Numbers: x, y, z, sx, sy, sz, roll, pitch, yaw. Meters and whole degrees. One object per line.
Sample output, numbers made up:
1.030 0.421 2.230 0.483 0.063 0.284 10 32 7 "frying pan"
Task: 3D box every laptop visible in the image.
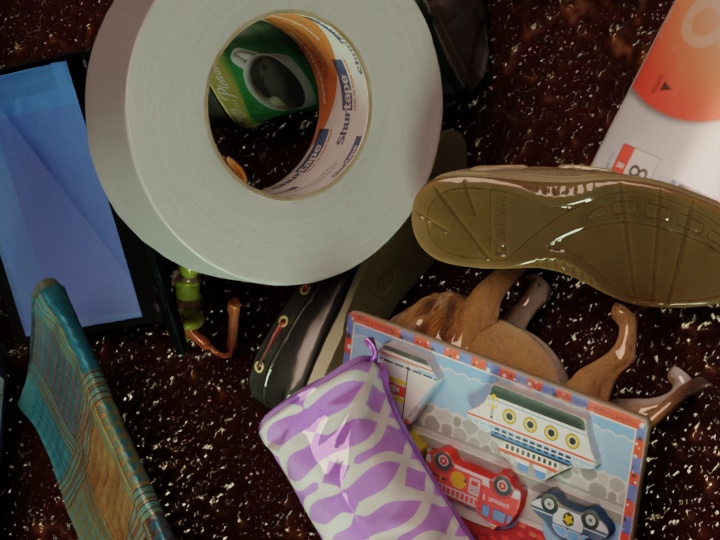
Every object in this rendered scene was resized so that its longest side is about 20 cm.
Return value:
-0.182 -0.035 1.591 0.103 0.200 0.179 -18 101 -5 "laptop"

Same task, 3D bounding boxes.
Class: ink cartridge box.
0.243 -0.071 1.509 0.199 0.050 0.163 25 85 33 "ink cartridge box"

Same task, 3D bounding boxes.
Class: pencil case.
0.023 0.145 1.477 0.085 0.084 0.201 -33 86 9 "pencil case"

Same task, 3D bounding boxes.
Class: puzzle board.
0.066 0.122 1.498 0.199 0.017 0.152 19 117 29 "puzzle board"

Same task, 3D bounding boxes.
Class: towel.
-0.161 0.121 1.594 0.022 0.147 0.201 -15 61 -21 "towel"

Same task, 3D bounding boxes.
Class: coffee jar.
-0.027 -0.147 1.631 0.198 0.105 0.086 -6 48 23 "coffee jar"

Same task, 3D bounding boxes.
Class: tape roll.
-0.054 -0.094 1.495 0.066 0.199 0.202 6 72 61 "tape roll"

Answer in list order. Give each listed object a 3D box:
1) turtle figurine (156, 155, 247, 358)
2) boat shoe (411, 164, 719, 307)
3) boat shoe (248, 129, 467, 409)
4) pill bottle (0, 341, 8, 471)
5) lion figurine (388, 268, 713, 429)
-0.126 -0.052 1.656 0.160 0.064 0.202 10 114 36 "turtle figurine"
0.131 -0.029 1.491 0.198 0.065 0.072 11 110 12 "boat shoe"
-0.001 -0.001 1.587 0.063 0.074 0.202 24 82 33 "boat shoe"
-0.280 0.095 1.667 0.111 0.112 0.202 -7 69 23 "pill bottle"
0.094 0.063 1.517 0.199 0.073 0.123 30 73 38 "lion figurine"
